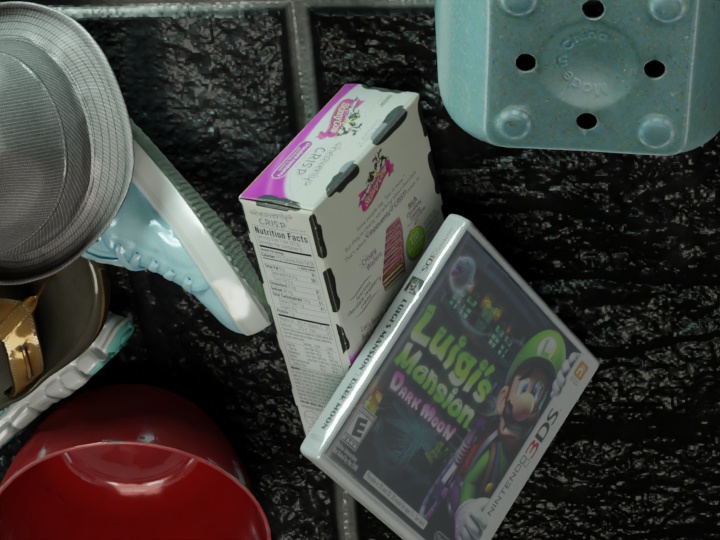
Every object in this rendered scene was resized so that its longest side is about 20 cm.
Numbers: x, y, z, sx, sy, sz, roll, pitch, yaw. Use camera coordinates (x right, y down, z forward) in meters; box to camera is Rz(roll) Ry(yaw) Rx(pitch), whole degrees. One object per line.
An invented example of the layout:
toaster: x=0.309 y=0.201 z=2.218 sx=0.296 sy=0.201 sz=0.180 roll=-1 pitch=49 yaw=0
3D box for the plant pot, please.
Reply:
plant pot: x=0.134 y=-0.168 z=1.495 sx=0.195 sy=0.200 sz=0.196 roll=3 pitch=127 yaw=5

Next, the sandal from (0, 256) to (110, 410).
sandal: x=-0.242 y=0.047 z=1.719 sx=0.200 sy=0.055 sz=0.082 roll=-38 pitch=88 yaw=25

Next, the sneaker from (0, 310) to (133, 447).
sneaker: x=-0.249 y=0.063 z=1.797 sx=0.200 sy=0.078 sz=0.091 roll=-38 pitch=96 yaw=26

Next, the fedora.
fedora: x=-0.248 y=-0.074 z=1.625 sx=0.200 sy=0.090 sz=0.178 roll=-16 pitch=90 yaw=37

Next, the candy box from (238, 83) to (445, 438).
candy box: x=0.000 y=0.000 z=1.665 sx=0.061 sy=0.136 sz=0.201 roll=11 pitch=130 yaw=31

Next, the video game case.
video game case: x=0.064 y=0.088 z=1.685 sx=0.023 sy=0.182 sz=0.200 roll=23 pitch=165 yaw=42

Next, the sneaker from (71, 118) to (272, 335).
sneaker: x=-0.139 y=-0.022 z=1.662 sx=0.082 sy=0.074 sz=0.200 roll=-42 pitch=73 yaw=8

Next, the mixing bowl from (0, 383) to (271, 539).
mixing bowl: x=-0.164 y=0.153 z=1.808 sx=0.199 sy=0.109 sz=0.201 roll=-2 pitch=132 yaw=-2
